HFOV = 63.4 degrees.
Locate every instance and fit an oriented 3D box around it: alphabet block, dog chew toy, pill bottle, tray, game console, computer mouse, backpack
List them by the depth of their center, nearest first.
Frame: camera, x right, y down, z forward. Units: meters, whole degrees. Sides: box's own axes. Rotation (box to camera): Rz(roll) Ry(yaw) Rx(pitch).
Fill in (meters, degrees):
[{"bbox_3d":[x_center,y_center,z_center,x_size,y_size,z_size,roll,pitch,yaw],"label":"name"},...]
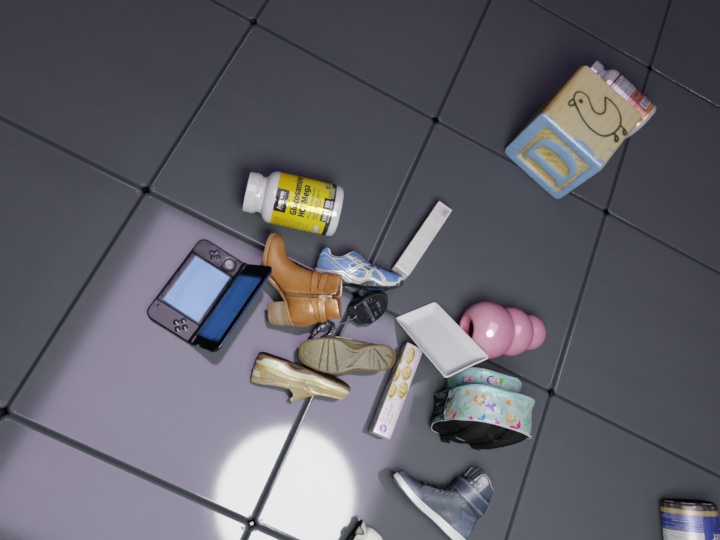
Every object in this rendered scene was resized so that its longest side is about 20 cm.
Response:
[{"bbox_3d":[-0.298,0.042,1.148,0.171,0.118,0.200,33,69,-3],"label":"game console"},{"bbox_3d":[0.251,0.281,1.173,0.177,0.200,0.151,18,71,-8],"label":"backpack"},{"bbox_3d":[0.168,0.147,1.234,0.107,0.022,0.200,-21,41,-18],"label":"tray"},{"bbox_3d":[-0.144,-0.146,1.242,0.200,0.112,0.113,11,72,-10],"label":"pill bottle"},{"bbox_3d":[0.709,0.597,1.245,0.112,0.112,0.200,6,73,-12],"label":"pill bottle"},{"bbox_3d":[-0.027,0.105,1.248,0.200,0.034,0.059,-29,108,-15],"label":"computer mouse"},{"bbox_3d":[0.319,0.132,1.279,0.200,0.125,0.125,4,74,-21],"label":"dog chew toy"},{"bbox_3d":[0.509,-0.329,1.413,0.195,0.196,0.200,42,69,-2],"label":"alphabet block"},{"bbox_3d":[0.660,-0.450,1.529,0.200,0.112,0.112,43,69,1],"label":"pill bottle"}]

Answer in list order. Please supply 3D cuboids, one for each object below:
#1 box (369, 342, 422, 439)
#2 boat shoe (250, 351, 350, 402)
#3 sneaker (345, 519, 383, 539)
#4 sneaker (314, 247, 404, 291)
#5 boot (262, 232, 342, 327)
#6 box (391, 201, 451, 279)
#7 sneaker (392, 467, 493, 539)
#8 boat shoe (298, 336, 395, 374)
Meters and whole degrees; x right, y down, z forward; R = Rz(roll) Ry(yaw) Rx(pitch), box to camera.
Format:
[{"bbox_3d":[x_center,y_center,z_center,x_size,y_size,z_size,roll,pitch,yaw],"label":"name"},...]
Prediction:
[{"bbox_3d":[0.075,0.249,1.216,0.041,0.039,0.200,26,70,-5],"label":"box"},{"bbox_3d":[-0.122,0.230,1.174,0.200,0.072,0.076,20,85,0],"label":"boat shoe"},{"bbox_3d":[-0.020,0.580,1.088,0.088,0.074,0.200,38,70,1],"label":"sneaker"},{"bbox_3d":[0.000,0.000,1.256,0.200,0.076,0.077,9,77,-13],"label":"sneaker"},{"bbox_3d":[-0.115,0.015,1.198,0.155,0.074,0.200,-6,89,13],"label":"boot"},{"bbox_3d":[0.140,-0.071,1.331,0.041,0.039,0.200,35,69,-1],"label":"box"},{"bbox_3d":[0.172,0.432,1.169,0.202,0.077,0.146,44,80,-9],"label":"sneaker"},{"bbox_3d":[-0.030,0.173,1.210,0.200,0.063,0.073,1,91,-11],"label":"boat shoe"}]
